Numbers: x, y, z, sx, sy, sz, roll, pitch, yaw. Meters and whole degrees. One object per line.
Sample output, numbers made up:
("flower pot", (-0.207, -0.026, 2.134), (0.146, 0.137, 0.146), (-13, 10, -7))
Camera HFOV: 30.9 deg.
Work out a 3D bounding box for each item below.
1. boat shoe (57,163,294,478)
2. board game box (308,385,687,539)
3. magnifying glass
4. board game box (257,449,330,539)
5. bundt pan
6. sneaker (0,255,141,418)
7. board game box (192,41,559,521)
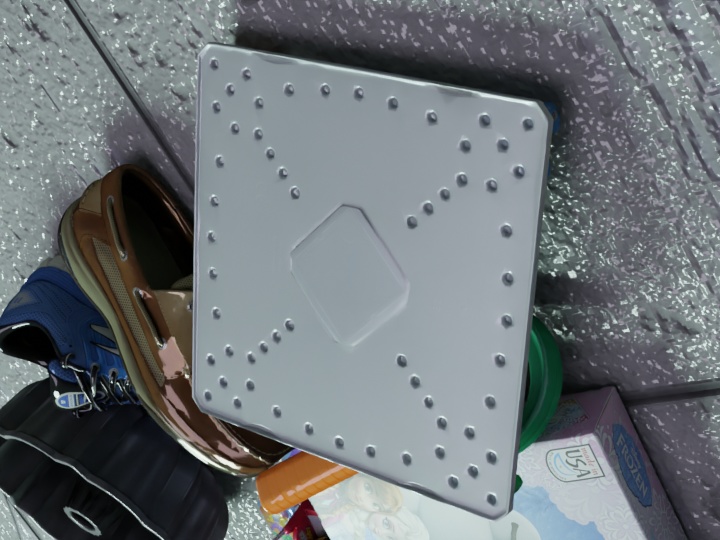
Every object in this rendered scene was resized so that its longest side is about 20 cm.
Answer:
("boat shoe", (-0.103, 0.026, 0.758), (0.201, 0.075, 0.074), (52, 132, 6))
("board game box", (0.088, 0.169, 0.735), (0.197, 0.043, 0.202), (-14, 115, 35))
("magnifying glass", (0.020, 0.082, 0.689), (0.199, 0.022, 0.081), (-32, 63, 31))
("board game box", (-0.002, 0.187, 0.853), (0.157, 0.039, 0.201), (38, 141, 7))
("bundt pan", (-0.177, 0.149, 0.927), (0.200, 0.076, 0.203), (25, 148, 17))
("sneaker", (-0.153, 0.068, 0.840), (0.198, 0.089, 0.079), (22, 137, 21))
("board game box", (0.000, 0.000, 0.644), (0.198, 0.026, 0.203), (15, 112, 31))
